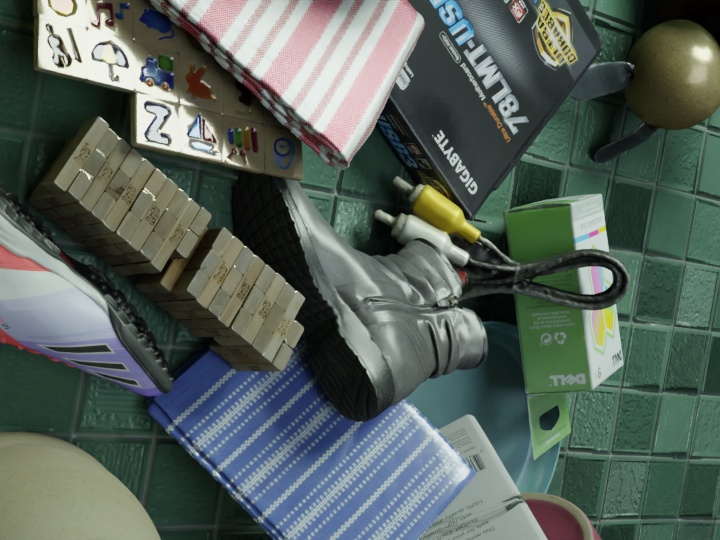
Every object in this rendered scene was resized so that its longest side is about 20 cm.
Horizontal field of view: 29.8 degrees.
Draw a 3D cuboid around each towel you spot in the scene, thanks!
[{"bbox_3d":[-0.053,-0.179,0.891,0.200,0.030,0.147,42,56,-19],"label":"towel"},{"bbox_3d":[-0.034,0.117,0.937,0.200,0.024,0.145,44,61,6],"label":"towel"}]

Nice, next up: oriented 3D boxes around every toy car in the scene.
[{"bbox_3d":[0.268,-0.181,1.165,0.199,0.158,0.165,-35,130,-1],"label":"toy car"}]

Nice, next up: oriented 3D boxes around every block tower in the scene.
[{"bbox_3d":[-0.122,-0.012,0.874,0.200,0.058,0.054,44,60,-30],"label":"block tower"}]

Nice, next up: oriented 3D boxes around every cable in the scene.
[{"bbox_3d":[0.100,0.004,1.024,0.050,0.198,0.098,-27,136,-80],"label":"cable"}]

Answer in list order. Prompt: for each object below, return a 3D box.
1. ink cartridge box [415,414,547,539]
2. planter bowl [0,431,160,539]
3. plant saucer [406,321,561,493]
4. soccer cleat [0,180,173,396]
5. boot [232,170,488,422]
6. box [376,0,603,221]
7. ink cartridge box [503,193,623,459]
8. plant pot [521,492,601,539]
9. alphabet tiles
[{"bbox_3d":[0.059,0.211,0.958,0.144,0.200,0.085,-27,117,-1],"label":"ink cartridge box"},{"bbox_3d":[-0.193,0.211,0.819,0.199,0.134,0.203,-7,102,-38],"label":"planter bowl"},{"bbox_3d":[0.090,0.140,1.115,0.199,0.027,0.203,-8,103,-40],"label":"plant saucer"},{"bbox_3d":[-0.194,0.025,0.841,0.073,0.068,0.200,-41,128,1],"label":"soccer cleat"},{"bbox_3d":[0.000,0.000,0.965,0.131,0.070,0.201,-25,88,-41],"label":"boot"},{"bbox_3d":[0.081,-0.179,1.041,0.199,0.049,0.200,-52,125,-22],"label":"box"},{"bbox_3d":[0.170,0.043,1.100,0.104,0.059,0.202,-16,99,-65],"label":"ink cartridge box"},{"bbox_3d":[0.141,0.284,1.061,0.200,0.199,0.180,-38,124,-29],"label":"plant pot"},{"bbox_3d":[-0.118,-0.153,0.866,0.199,0.008,0.169,9,71,-40],"label":"alphabet tiles"}]
